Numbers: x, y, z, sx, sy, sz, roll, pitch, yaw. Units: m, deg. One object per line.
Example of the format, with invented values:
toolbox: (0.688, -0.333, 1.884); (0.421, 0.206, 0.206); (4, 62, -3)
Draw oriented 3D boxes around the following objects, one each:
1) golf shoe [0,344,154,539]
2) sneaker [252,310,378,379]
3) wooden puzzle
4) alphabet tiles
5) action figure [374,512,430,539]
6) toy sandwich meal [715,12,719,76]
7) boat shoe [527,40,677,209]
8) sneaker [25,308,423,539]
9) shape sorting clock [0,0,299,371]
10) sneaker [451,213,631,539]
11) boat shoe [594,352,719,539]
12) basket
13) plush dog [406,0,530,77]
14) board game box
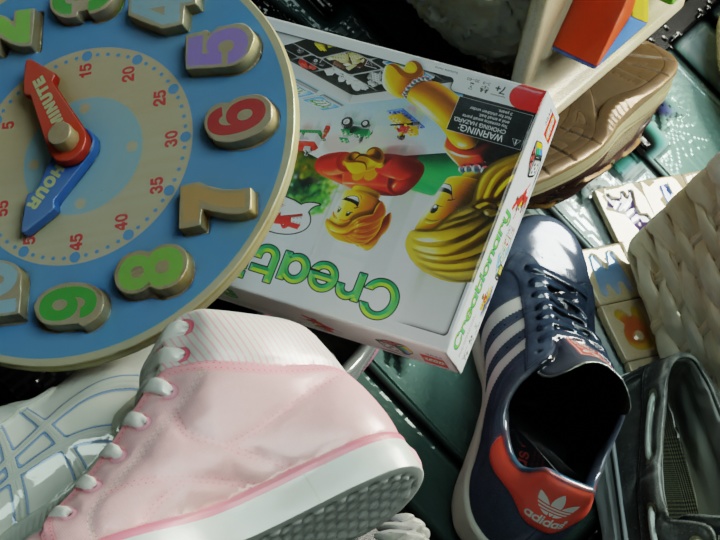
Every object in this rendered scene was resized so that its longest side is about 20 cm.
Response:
golf shoe: (-0.148, 0.078, 0.978); (0.097, 0.078, 0.200); (32, 48, -2)
sneaker: (0.000, 0.000, 1.109); (0.070, 0.082, 0.200); (34, 49, -9)
wooden puzzle: (0.148, -0.189, 1.167); (0.046, 0.200, 0.185); (24, 38, 22)
alphabet tiles: (0.203, 0.036, 1.259); (0.166, 0.006, 0.200); (-10, 67, -36)
action figure: (-0.016, 0.164, 0.983); (0.200, 0.102, 0.119); (29, 49, -8)
toy sandwich meal: (0.298, -0.106, 1.365); (0.205, 0.070, 0.205); (15, 54, -23)
boat shoe: (0.096, -0.060, 1.212); (0.072, 0.072, 0.200); (29, 38, 20)
sneaker: (-0.083, 0.081, 0.926); (0.200, 0.075, 0.105); (-21, 65, -26)
shape sorting clock: (-0.122, -0.051, 1.020); (0.039, 0.200, 0.200); (44, 32, -56)
sneaker: (0.097, 0.045, 1.137); (0.075, 0.085, 0.200); (20, 52, -19)
boat shoe: (0.159, 0.133, 1.127); (0.072, 0.071, 0.200); (-1, 62, -32)
basket: (0.235, 0.036, 1.188); (0.123, 0.136, 0.200); (-2, 63, -28)
plush dog: (0.045, -0.185, 1.219); (0.160, 0.200, 0.172); (-34, 69, -7)
board game box: (-0.027, -0.043, 1.037); (0.200, 0.035, 0.126); (16, 75, 19)
